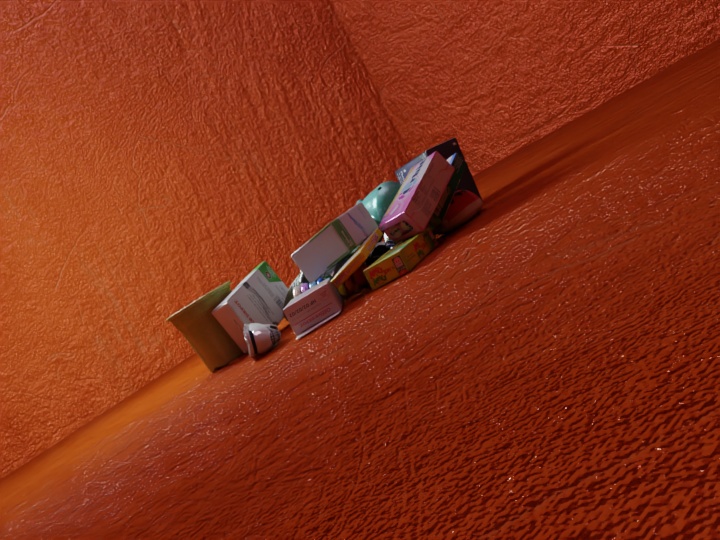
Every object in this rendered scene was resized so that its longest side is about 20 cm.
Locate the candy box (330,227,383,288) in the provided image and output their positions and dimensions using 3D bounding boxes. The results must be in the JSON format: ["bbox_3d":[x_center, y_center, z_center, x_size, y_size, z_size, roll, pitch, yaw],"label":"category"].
[{"bbox_3d":[-0.005,-0.031,1.513,0.102,0.026,0.200,-47,3,22],"label":"candy box"}]

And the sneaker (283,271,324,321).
[{"bbox_3d":[-0.146,0.051,1.695,0.204,0.066,0.090,-62,10,12],"label":"sneaker"}]

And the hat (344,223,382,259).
[{"bbox_3d":[-0.052,-0.089,1.815,0.203,0.174,0.165,-60,-17,20],"label":"hat"}]

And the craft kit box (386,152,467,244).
[{"bbox_3d":[0.163,-0.167,1.636,0.196,0.048,0.203,-29,29,54],"label":"craft kit box"}]

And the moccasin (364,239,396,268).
[{"bbox_3d":[0.061,-0.033,1.566,0.079,0.070,0.200,-29,5,17],"label":"moccasin"}]

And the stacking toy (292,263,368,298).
[{"bbox_3d":[-0.063,0.042,1.607,0.195,0.088,0.085,-24,4,3],"label":"stacking toy"}]

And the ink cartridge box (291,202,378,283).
[{"bbox_3d":[-0.058,-0.071,1.611,0.144,0.088,0.200,-37,4,30],"label":"ink cartridge box"}]

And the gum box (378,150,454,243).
[{"bbox_3d":[0.128,-0.163,1.522,0.113,0.066,0.203,-26,31,58],"label":"gum box"}]

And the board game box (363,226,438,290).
[{"bbox_3d":[0.092,-0.030,1.452,0.100,0.048,0.200,-29,5,30],"label":"board game box"}]

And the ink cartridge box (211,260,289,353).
[{"bbox_3d":[-0.278,0.096,1.750,0.082,0.148,0.201,-30,13,38],"label":"ink cartridge box"}]

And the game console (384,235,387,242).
[{"bbox_3d":[0.105,-0.106,1.844,0.116,0.178,0.198,3,-20,-42],"label":"game console"}]

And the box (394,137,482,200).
[{"bbox_3d":[0.220,-0.240,1.892,0.121,0.205,0.197,-26,1,-26],"label":"box"}]

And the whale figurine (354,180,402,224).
[{"bbox_3d":[0.048,-0.189,1.857,0.196,0.105,0.162,0,50,39],"label":"whale figurine"}]

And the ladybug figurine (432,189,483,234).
[{"bbox_3d":[0.237,-0.151,1.663,0.134,0.073,0.200,-28,5,28],"label":"ladybug figurine"}]

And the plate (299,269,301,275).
[{"bbox_3d":[-0.120,0.007,1.802,0.032,0.206,0.198,20,-27,-29],"label":"plate"}]

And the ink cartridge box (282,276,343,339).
[{"bbox_3d":[-0.101,0.078,1.438,0.113,0.069,0.200,-31,4,2],"label":"ink cartridge box"}]

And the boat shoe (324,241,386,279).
[{"bbox_3d":[0.000,0.000,1.697,0.196,0.065,0.071,-27,38,-16],"label":"boat shoe"}]

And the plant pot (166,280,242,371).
[{"bbox_3d":[-0.395,0.162,1.796,0.197,0.188,0.200,-30,3,2],"label":"plant pot"}]

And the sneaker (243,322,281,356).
[{"bbox_3d":[-0.226,0.155,1.524,0.078,0.079,0.200,-19,6,-10],"label":"sneaker"}]
